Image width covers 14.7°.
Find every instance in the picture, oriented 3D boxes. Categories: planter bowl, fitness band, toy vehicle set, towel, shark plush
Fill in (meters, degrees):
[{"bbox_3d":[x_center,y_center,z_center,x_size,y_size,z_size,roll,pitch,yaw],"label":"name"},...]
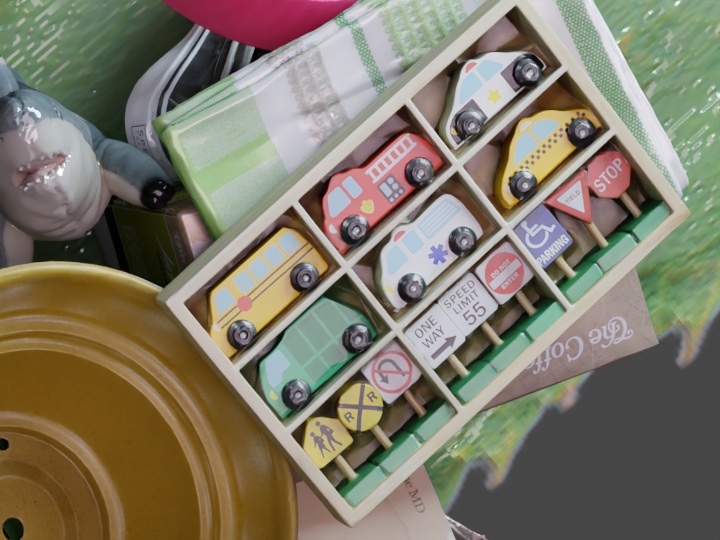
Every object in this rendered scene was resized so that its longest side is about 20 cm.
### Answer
[{"bbox_3d":[-0.132,0.103,1.163,0.199,0.083,0.202,7,75,-27],"label":"planter bowl"},{"bbox_3d":[-0.038,-0.158,1.284,0.143,0.200,0.038,-20,129,-33],"label":"fitness band"},{"bbox_3d":[0.027,-0.006,1.169,0.200,0.027,0.124,-42,103,-10],"label":"toy vehicle set"},{"bbox_3d":[0.030,-0.048,1.193,0.199,0.031,0.150,-31,98,-14],"label":"towel"},{"bbox_3d":[-0.142,-0.070,1.245,0.091,0.200,0.084,-27,115,8],"label":"shark plush"}]

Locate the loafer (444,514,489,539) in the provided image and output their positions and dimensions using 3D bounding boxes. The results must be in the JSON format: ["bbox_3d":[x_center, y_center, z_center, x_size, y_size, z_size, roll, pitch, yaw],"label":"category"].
[{"bbox_3d":[0.061,0.171,1.412,0.200,0.071,0.073,37,117,-8],"label":"loafer"}]

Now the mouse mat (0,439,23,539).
[{"bbox_3d":[-0.172,0.165,1.290,0.160,0.008,0.201,-29,85,-18],"label":"mouse mat"}]

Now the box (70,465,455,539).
[{"bbox_3d":[-0.058,0.146,1.285,0.199,0.078,0.095,-21,82,-31],"label":"box"}]

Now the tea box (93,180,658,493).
[{"bbox_3d":[0.000,0.000,1.303,0.199,0.197,0.134,-20,100,-17],"label":"tea box"}]

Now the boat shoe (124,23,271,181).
[{"bbox_3d":[-0.037,-0.106,1.304,0.072,0.071,0.200,65,35,-32],"label":"boat shoe"}]
